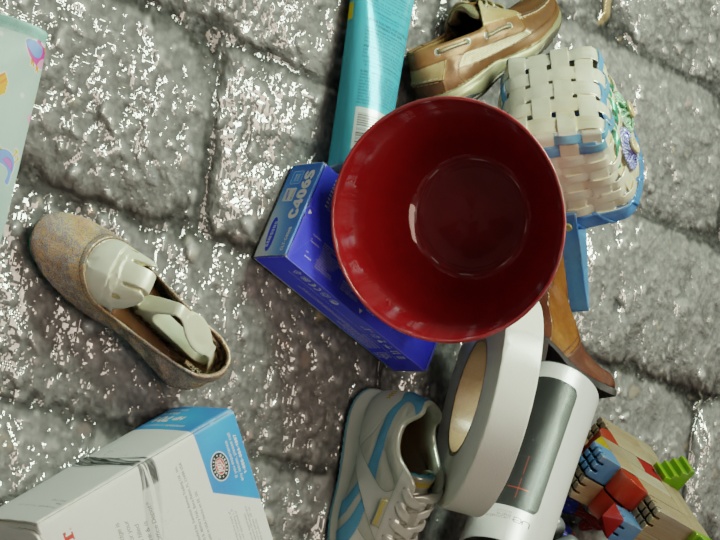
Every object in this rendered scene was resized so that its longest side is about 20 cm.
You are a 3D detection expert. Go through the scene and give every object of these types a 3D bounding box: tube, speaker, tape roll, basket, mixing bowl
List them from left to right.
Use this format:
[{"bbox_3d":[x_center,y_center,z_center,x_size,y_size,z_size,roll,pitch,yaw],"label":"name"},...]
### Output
[{"bbox_3d":[0.010,-0.178,1.559,0.077,0.050,0.202,27,66,-45],"label":"tube"},{"bbox_3d":[0.083,-0.044,1.490,0.108,0.198,0.202,-12,99,-75],"label":"mixing bowl"},{"bbox_3d":[0.110,0.114,1.547,0.037,0.203,0.205,15,76,-8],"label":"tape roll"},{"bbox_3d":[0.154,0.185,1.610,0.081,0.081,0.201,50,49,-32],"label":"speaker"},{"bbox_3d":[0.189,-0.086,1.608,0.201,0.138,0.177,79,10,-45],"label":"basket"}]

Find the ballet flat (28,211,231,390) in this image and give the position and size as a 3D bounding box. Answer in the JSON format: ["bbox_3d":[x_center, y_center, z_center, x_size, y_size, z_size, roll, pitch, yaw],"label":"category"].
[{"bbox_3d":[-0.168,0.021,1.360,0.200,0.067,0.068,44,60,-35],"label":"ballet flat"}]

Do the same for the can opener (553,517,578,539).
[{"bbox_3d":[0.110,0.282,1.623,0.199,0.053,0.067,-20,143,-25],"label":"can opener"}]

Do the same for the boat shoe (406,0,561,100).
[{"bbox_3d":[0.115,-0.218,1.642,0.200,0.075,0.074,-41,113,-38],"label":"boat shoe"}]

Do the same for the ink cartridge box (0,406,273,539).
[{"bbox_3d":[-0.170,0.210,1.342,0.199,0.085,0.148,-28,108,-40],"label":"ink cartridge box"}]

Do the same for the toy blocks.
[{"bbox_3d":[0.247,0.205,1.699,0.136,0.200,0.100,30,108,-31],"label":"toy blocks"}]

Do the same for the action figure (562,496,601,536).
[{"bbox_3d":[0.155,0.214,1.690,0.200,0.051,0.066,42,56,-30],"label":"action figure"}]

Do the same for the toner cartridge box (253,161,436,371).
[{"bbox_3d":[0.000,0.000,1.544,0.200,0.043,0.096,41,60,-36],"label":"toner cartridge box"}]

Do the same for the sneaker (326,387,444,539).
[{"bbox_3d":[0.025,0.205,1.539,0.076,0.080,0.202,7,85,-46],"label":"sneaker"}]

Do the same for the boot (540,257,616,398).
[{"bbox_3d":[0.198,0.016,1.744,0.187,0.068,0.202,25,64,-34],"label":"boot"}]

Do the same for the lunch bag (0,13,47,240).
[{"bbox_3d":[-0.327,-0.108,1.172,0.199,0.121,0.172,20,78,-34],"label":"lunch bag"}]
